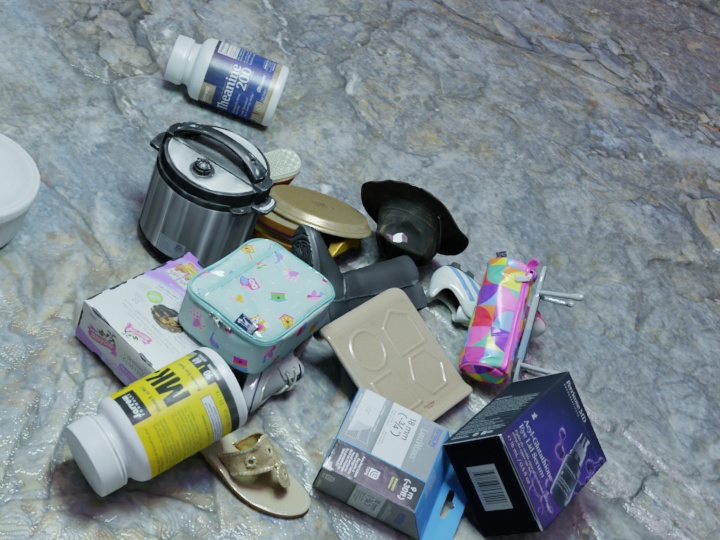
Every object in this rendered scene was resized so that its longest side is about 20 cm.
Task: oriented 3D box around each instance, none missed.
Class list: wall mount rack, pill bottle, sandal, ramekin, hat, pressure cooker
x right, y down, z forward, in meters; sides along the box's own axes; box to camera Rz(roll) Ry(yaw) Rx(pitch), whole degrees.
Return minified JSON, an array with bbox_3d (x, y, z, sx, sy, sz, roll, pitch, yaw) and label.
[{"bbox_3d":[0.282,0.094,1.812,0.074,0.201,0.174,14,-3,9],"label":"wall mount rack"},{"bbox_3d":[-0.233,-0.335,2.095,0.199,0.111,0.111,20,39,-7],"label":"pill bottle"},{"bbox_3d":[-0.147,0.231,1.539,0.211,0.070,0.078,35,40,11],"label":"sandal"},{"bbox_3d":[-0.249,0.185,1.472,0.200,0.114,0.114,-28,61,-26],"label":"pill bottle"},{"bbox_3d":[-0.555,-0.107,1.677,0.202,0.094,0.203,16,40,-13],"label":"ramekin"},{"bbox_3d":[0.069,-0.058,1.925,0.200,0.201,0.081,28,68,3],"label":"hat"},{"bbox_3d":[-0.224,-0.118,1.785,0.175,0.200,0.179,3,43,-25],"label":"pressure cooker"}]

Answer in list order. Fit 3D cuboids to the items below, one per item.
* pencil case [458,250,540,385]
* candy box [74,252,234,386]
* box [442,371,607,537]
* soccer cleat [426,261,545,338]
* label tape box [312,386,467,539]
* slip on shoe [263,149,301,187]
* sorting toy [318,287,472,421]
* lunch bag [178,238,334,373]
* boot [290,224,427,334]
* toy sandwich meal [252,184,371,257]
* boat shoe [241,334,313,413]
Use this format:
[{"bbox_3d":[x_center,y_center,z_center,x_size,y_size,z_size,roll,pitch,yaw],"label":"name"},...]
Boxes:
[{"bbox_3d":[0.211,0.073,1.838,0.088,0.088,0.201,20,70,-7],"label":"pencil case"},{"bbox_3d":[-0.257,0.081,1.647,0.168,0.072,0.200,42,41,19],"label":"candy box"},{"bbox_3d":[0.228,0.248,1.649,0.200,0.104,0.148,-34,102,-46],"label":"box"},{"bbox_3d":[0.195,0.068,1.923,0.200,0.070,0.086,30,56,7],"label":"soccer cleat"},{"bbox_3d":[0.057,0.263,1.602,0.199,0.063,0.144,26,49,2],"label":"label tape box"},{"bbox_3d":[-0.193,-0.147,1.952,0.199,0.061,0.074,-13,64,-22],"label":"slip on shoe"},{"bbox_3d":[0.050,0.136,1.755,0.185,0.036,0.200,-29,78,-46],"label":"sorting toy"},{"bbox_3d":[-0.143,0.043,1.635,0.160,0.077,0.200,38,38,14],"label":"lunch bag"},{"bbox_3d":[0.000,0.001,1.837,0.199,0.066,0.166,-10,92,-32],"label":"boot"},{"bbox_3d":[-0.078,-0.072,1.917,0.204,0.070,0.205,19,16,-6],"label":"toy sandwich meal"},{"bbox_3d":[-0.112,0.134,1.672,0.070,0.071,0.200,23,32,1],"label":"boat shoe"}]
